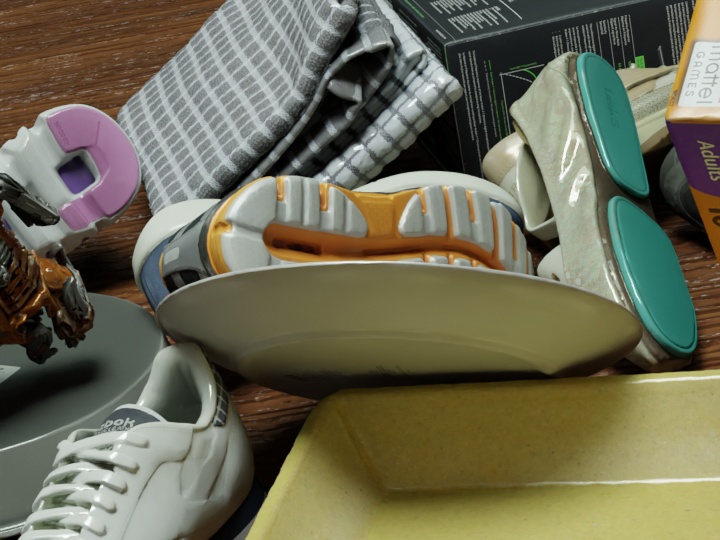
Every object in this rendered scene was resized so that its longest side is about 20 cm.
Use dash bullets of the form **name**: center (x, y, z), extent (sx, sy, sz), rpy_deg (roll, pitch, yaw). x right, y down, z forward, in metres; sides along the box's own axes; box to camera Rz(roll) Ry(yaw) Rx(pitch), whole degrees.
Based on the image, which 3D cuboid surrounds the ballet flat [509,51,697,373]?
- **ballet flat**: center (0.109, -0.018, 1.007), extent (0.062, 0.067, 0.200), rpy_deg (-36, 40, 28)

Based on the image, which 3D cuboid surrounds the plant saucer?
- **plant saucer**: center (0.061, 0.106, 0.786), extent (0.200, 0.048, 0.200), rpy_deg (-4, 24, 17)

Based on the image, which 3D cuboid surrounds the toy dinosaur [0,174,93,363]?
- **toy dinosaur**: center (-0.208, -0.006, 0.909), extent (0.136, 0.200, 0.102), rpy_deg (-42, 24, 18)

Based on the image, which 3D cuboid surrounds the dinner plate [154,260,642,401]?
- **dinner plate**: center (0.015, 0.033, 0.883), extent (0.200, 0.024, 0.200), rpy_deg (4, -16, 1)

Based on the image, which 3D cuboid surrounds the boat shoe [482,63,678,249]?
- **boat shoe**: center (0.151, -0.080, 1.127), extent (0.200, 0.072, 0.065), rpy_deg (-30, 61, -28)

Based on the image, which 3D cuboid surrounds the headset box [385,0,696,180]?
- **headset box**: center (0.128, -0.132, 1.248), extent (0.200, 0.093, 0.174), rpy_deg (-14, 23, -9)

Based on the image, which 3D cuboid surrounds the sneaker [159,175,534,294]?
- **sneaker**: center (0.000, 0.000, 0.956), extent (0.200, 0.078, 0.077), rpy_deg (15, -19, -39)

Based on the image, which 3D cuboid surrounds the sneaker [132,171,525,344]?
- **sneaker**: center (-0.005, 0.009, 1.029), extent (0.200, 0.075, 0.085), rpy_deg (-9, 48, -20)

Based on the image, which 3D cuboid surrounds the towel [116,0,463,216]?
- **towel**: center (-0.049, -0.094, 1.174), extent (0.166, 0.086, 0.200), rpy_deg (-43, 24, 7)

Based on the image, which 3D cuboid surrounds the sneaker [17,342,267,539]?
- **sneaker**: center (-0.102, 0.105, 0.820), extent (0.076, 0.081, 0.200), rpy_deg (1, 27, 22)

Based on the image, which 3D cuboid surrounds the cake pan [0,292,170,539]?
- **cake pan**: center (-0.172, 0.063, 1.001), extent (0.200, 0.037, 0.200), rpy_deg (-9, 23, 4)

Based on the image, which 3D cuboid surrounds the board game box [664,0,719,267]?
- **board game box**: center (0.254, -0.073, 0.823), extent (0.200, 0.200, 0.200), rpy_deg (4, 57, 26)

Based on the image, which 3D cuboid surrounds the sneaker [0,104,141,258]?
- **sneaker**: center (-0.209, -0.011, 1.150), extent (0.200, 0.081, 0.088), rpy_deg (-32, 1, -14)

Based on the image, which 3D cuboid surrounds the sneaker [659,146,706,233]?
- **sneaker**: center (0.197, -0.022, 0.996), extent (0.090, 0.067, 0.200), rpy_deg (-22, 28, -30)
